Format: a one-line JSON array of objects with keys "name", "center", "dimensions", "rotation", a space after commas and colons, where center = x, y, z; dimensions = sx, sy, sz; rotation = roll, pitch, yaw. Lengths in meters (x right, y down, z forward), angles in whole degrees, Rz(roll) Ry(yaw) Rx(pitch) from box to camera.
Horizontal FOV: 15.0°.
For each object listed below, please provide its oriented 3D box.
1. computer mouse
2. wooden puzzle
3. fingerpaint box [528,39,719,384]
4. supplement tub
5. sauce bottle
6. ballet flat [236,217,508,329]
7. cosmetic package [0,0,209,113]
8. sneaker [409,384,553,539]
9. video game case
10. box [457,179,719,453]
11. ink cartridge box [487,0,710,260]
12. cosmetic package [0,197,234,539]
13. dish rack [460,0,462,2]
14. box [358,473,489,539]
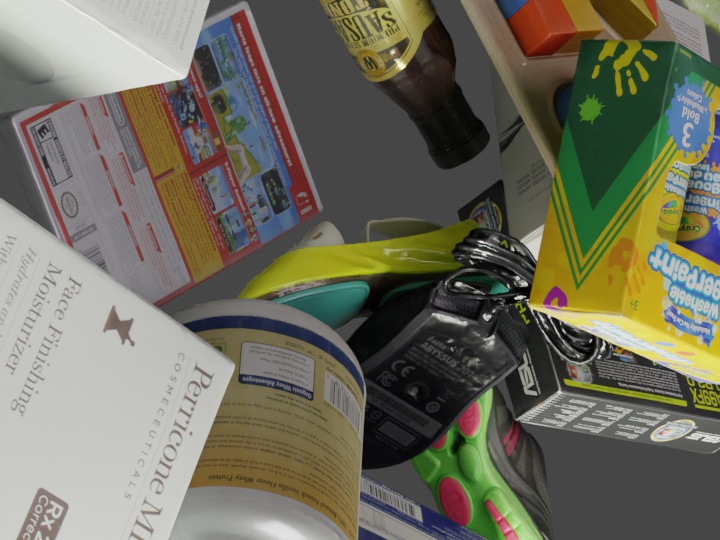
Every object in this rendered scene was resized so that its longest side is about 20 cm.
[{"name": "computer mouse", "center": [0.049, 0.049, 1.692], "dimensions": [0.138, 0.200, 0.053], "rotation": [36, 28, -32]}, {"name": "wooden puzzle", "center": [0.159, -0.133, 1.728], "dimensions": [0.185, 0.046, 0.201], "rotation": [-9, 71, -46]}, {"name": "fingerpaint box", "center": [0.199, -0.031, 1.655], "dimensions": [0.200, 0.073, 0.168], "rotation": [24, 76, -49]}, {"name": "supplement tub", "center": [-0.071, 0.133, 1.540], "dimensions": [0.144, 0.144, 0.201], "rotation": [38, 37, -33]}, {"name": "sauce bottle", "center": [0.020, -0.156, 1.742], "dimensions": [0.066, 0.066, 0.201], "rotation": [-47, 114, -34]}, {"name": "ballet flat", "center": [0.000, 0.000, 1.709], "dimensions": [0.199, 0.067, 0.067], "rotation": [-7, 60, -26]}, {"name": "cosmetic package", "center": [-0.208, -0.187, 1.447], "dimensions": [0.199, 0.199, 0.124], "rotation": [29, 68, -37]}, {"name": "sneaker", "center": [0.074, 0.116, 1.775], "dimensions": [0.084, 0.076, 0.201], "rotation": [-29, 103, -71]}, {"name": "video game case", "center": [-0.116, -0.062, 1.641], "dimensions": [0.200, 0.017, 0.144], "rotation": [-31, 107, -39]}, {"name": "box", "center": [0.165, 0.033, 1.827], "dimensions": [0.199, 0.044, 0.161], "rotation": [11, 55, -42]}, {"name": "ink cartridge box", "center": [0.166, -0.092, 1.811], "dimensions": [0.144, 0.084, 0.201], "rotation": [21, 51, -36]}, {"name": "cosmetic package", "center": [-0.208, 0.076, 1.445], "dimensions": [0.200, 0.164, 0.166], "rotation": [36, 65, -34]}, {"name": "dish rack", "center": [0.068, -0.257, 1.778], "dimensions": [0.153, 0.054, 0.201], "rotation": [29, 55, -36]}, {"name": "box", "center": [0.036, 0.190, 1.631], "dimensions": [0.121, 0.200, 0.033], "rotation": [28, 103, -10]}]
